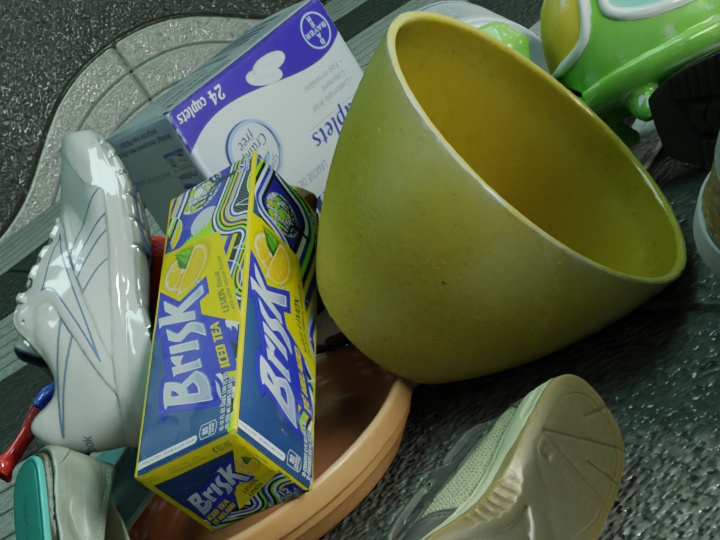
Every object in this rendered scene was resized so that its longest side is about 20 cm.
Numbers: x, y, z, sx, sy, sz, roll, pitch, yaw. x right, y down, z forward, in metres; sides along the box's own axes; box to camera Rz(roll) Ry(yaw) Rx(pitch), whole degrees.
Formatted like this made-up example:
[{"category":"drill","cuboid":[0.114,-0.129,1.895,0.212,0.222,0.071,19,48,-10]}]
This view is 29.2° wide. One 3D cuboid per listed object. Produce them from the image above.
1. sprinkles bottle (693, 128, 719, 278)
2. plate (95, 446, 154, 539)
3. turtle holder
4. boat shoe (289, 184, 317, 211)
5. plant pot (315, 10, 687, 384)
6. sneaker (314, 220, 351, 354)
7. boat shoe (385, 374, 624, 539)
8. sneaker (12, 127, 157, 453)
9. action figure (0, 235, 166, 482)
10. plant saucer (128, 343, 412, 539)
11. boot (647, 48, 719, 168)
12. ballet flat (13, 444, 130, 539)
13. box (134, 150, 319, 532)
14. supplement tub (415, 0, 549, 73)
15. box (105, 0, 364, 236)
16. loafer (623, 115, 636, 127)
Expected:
[{"category":"sprinkles bottle","cuboid":[0.185,-0.058,0.580,0.068,0.068,0.200,-36,-23,-10]},{"category":"plate","cuboid":[-0.177,0.159,0.850,0.200,0.026,0.200,-46,10,10]},{"category":"turtle holder","cuboid":[0.171,-0.155,0.898,0.185,0.132,0.141,-27,-5,19]},{"category":"boat shoe","cuboid":[-0.088,0.020,0.918,0.072,0.072,0.201,-53,-15,-52]},{"category":"plant pot","cuboid":[0.055,-0.021,0.755,0.142,0.200,0.200,-49,7,27]},{"category":"sneaker","cuboid":[0.000,0.000,0.903,0.074,0.080,0.200,-18,1,8]},{"category":"boat shoe","cuboid":[0.042,0.120,0.546,0.066,0.072,0.201,-33,12,45]},{"category":"sneaker","cuboid":[-0.158,0.009,0.786,0.087,0.201,0.075,-10,-24,-2]},{"category":"action figure","cuboid":[-0.149,0.055,0.854,0.201,0.065,0.099,-61,-4,-20]},{"category":"plant saucer","cuboid":[-0.051,0.116,0.793,0.200,0.038,0.200,-32,15,9]},{"category":"boot","cuboid":[0.279,-0.123,0.799,0.199,0.078,0.138,-9,21,33]},{"category":"ballet flat","cuboid":[-0.143,0.180,0.701,0.067,0.063,0.201,-45,39,37]},{"category":"box","cuboid":[-0.068,0.034,0.749,0.070,0.064,0.201,-27,41,25]},{"category":"supplement tub","cuboid":[0.087,-0.147,1.124,0.132,0.132,0.200,-33,16,4]},{"category":"box","cuboid":[-0.063,-0.076,1.081,0.105,0.200,0.184,-12,27,51]},{"category":"loafer","cuboid":[0.109,-0.074,0.975,0.200,0.070,0.070,-36,22,-9]}]
